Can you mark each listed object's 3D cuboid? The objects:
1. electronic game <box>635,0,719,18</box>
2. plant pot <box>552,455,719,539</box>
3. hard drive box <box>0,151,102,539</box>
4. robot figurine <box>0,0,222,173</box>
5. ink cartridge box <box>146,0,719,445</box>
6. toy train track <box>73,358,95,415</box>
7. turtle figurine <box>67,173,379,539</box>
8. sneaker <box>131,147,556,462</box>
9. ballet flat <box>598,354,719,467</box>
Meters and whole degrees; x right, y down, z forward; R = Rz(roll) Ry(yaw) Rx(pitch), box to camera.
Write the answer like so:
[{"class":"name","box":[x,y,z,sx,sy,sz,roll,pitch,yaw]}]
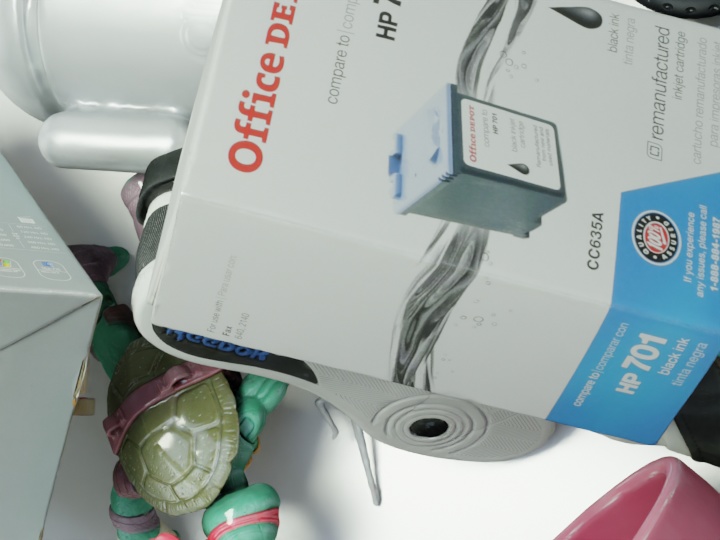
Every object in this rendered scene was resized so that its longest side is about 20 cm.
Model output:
[{"class":"electronic game","box":[0.138,-0.145,0.782,0.199,0.042,0.201,1,96,7]},{"class":"plant pot","box":[0.115,0.201,0.704,0.179,0.200,0.200,42,98,2]},{"class":"hard drive box","box":[-0.192,0.028,0.789,0.200,0.076,0.157,47,126,49]},{"class":"robot figurine","box":[-0.088,-0.117,0.833,0.199,0.113,0.170,4,59,19]},{"class":"ink cartridge box","box":[0.034,-0.036,0.703,0.199,0.086,0.147,14,54,-7]},{"class":"toy train track","box":[-0.159,0.036,0.839,0.200,0.032,0.116,3,90,57]},{"class":"turtle figurine","box":[-0.068,0.060,0.821,0.149,0.101,0.201,-31,69,10]},{"class":"sneaker","box":[0.000,0.000,0.786,0.073,0.199,0.112,-40,37,39]},{"class":"ballet flat","box":[0.103,0.025,0.780,0.068,0.068,0.200,-37,65,1]}]
